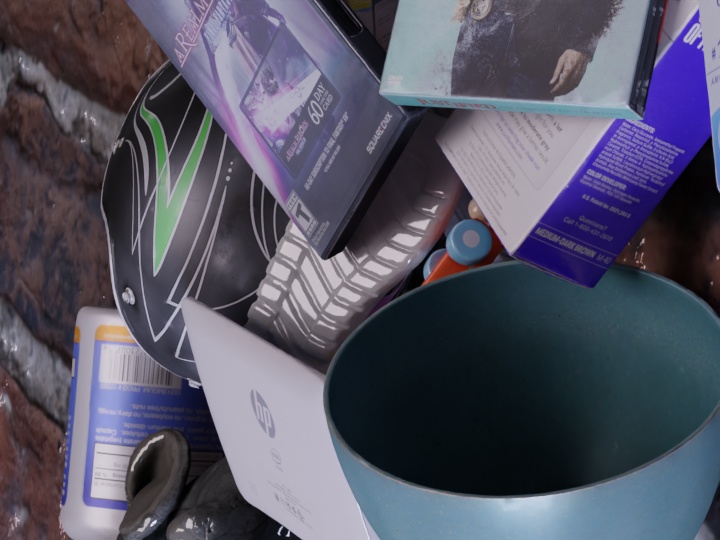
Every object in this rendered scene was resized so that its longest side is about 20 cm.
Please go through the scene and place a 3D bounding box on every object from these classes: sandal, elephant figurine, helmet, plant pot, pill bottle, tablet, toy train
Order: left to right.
[{"bbox_3d":[-0.140,0.127,1.934,0.112,0.112,0.201,4,89,63],"label":"pill bottle"},{"bbox_3d":[-0.105,0.169,1.822,0.200,0.155,0.142,1,108,54],"label":"elephant figurine"},{"bbox_3d":[-0.055,-0.032,1.714,0.191,0.199,0.200,-104,32,-49],"label":"helmet"},{"bbox_3d":[-0.041,0.093,1.554,0.200,0.014,0.131,26,136,61],"label":"tablet"},{"bbox_3d":[-0.005,-0.005,1.601,0.082,0.050,0.203,47,112,25],"label":"sandal"},{"bbox_3d":[0.028,0.050,1.571,0.150,0.056,0.200,-54,0,-22],"label":"toy train"},{"bbox_3d":[0.090,0.104,1.439,0.200,0.199,0.135,-129,25,-54],"label":"plant pot"}]

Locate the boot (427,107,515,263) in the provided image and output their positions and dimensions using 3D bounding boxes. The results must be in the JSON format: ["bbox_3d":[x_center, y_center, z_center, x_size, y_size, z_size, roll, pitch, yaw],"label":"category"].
[{"bbox_3d":[0.065,-0.099,1.634,0.096,0.073,0.200,-57,46,33],"label":"boot"}]

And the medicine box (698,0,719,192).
[{"bbox_3d":[0.235,-0.147,1.263,0.182,0.103,0.201,-32,58,57],"label":"medicine box"}]

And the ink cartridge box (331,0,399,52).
[{"bbox_3d":[-0.022,-0.162,1.547,0.117,0.067,0.201,32,137,36],"label":"ink cartridge box"}]

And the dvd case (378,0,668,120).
[{"bbox_3d":[0.092,-0.174,1.424,0.146,0.022,0.201,6,77,34],"label":"dvd case"}]

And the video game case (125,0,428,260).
[{"bbox_3d":[-0.051,-0.120,1.538,0.200,0.019,0.143,52,146,14],"label":"video game case"}]

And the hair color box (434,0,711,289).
[{"bbox_3d":[0.132,-0.104,1.445,0.200,0.065,0.109,-55,38,21],"label":"hair color box"}]
